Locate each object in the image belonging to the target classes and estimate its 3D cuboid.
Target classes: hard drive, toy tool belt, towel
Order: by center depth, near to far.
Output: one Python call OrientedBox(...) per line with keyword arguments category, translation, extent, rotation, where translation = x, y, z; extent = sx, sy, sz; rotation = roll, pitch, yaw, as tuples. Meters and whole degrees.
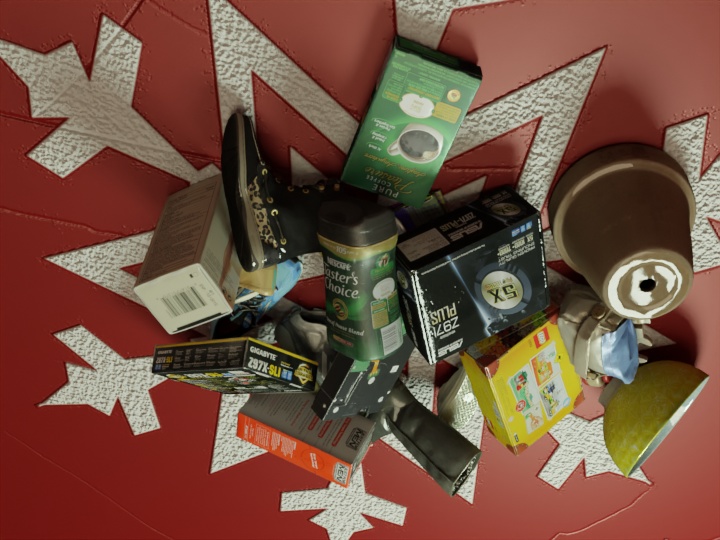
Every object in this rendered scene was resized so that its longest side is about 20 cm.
OrientedBox(category="towel", translation=(0.048, -0.025, 1.218), extent=(0.197, 0.023, 0.145), rotation=(-20, 124, 16))
OrientedBox(category="toy tool belt", translation=(0.365, 0.108, 1.220), extent=(0.121, 0.126, 0.201), rotation=(5, 142, 34))
OrientedBox(category="hard drive", translation=(0.019, 0.128, 1.255), extent=(0.138, 0.038, 0.202), rotation=(0, 124, -50))

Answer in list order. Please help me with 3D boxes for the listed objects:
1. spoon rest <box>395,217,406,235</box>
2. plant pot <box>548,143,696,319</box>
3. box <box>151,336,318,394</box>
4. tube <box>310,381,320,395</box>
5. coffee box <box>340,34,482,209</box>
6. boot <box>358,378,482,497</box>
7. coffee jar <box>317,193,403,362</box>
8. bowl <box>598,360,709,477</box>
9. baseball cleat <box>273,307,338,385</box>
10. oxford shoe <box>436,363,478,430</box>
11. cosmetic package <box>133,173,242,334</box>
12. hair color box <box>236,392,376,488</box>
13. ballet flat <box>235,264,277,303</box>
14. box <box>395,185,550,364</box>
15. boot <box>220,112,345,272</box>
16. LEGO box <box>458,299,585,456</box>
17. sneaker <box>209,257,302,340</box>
OrientedBox(category="spoon rest", translation=(0.000, 0.000, 1.182), extent=(0.098, 0.061, 0.202), rotation=(24, 125, -2))
OrientedBox(category="plant pot", translation=(0.356, -0.036, 1.106), extent=(0.196, 0.176, 0.203), rotation=(1, 127, 1))
OrientedBox(category="box", translation=(-0.185, 0.145, 1.257), extent=(0.197, 0.050, 0.159), rotation=(-8, 156, 37))
OrientedBox(category="tube", translation=(-0.069, 0.245, 1.412), extent=(0.058, 0.052, 0.202), rotation=(-34, 119, -9))
OrientedBox(category="coffee box", translation=(0.061, -0.185, 1.082), extent=(0.121, 0.044, 0.202), rotation=(16, 126, -10))
OrientedBox(category="boot", translation=(0.084, 0.281, 1.355), extent=(0.199, 0.072, 0.183), rotation=(39, 130, 16))
OrientedBox(category="coffee jar", translation=(-0.001, 0.008, 1.088), extent=(0.084, 0.103, 0.204), rotation=(-22, 119, -36))
OrientedBox(category="bowl", translation=(0.436, 0.209, 1.317), extent=(0.107, 0.199, 0.202), rotation=(40, 130, 24))
OrientedBox(category="baseball cleat", translation=(-0.041, 0.134, 1.311), extent=(0.199, 0.070, 0.106), rotation=(38, 122, -25))
OrientedBox(category="oxford shoe", translation=(0.182, 0.165, 1.341), extent=(0.074, 0.058, 0.201), rotation=(27, 109, -21))
OrientedBox(category="cosmetic package", translation=(-0.214, -0.025, 1.113), extent=(0.102, 0.202, 0.088), rotation=(-19, 126, 18))
OrientedBox(category="hair color box", translation=(-0.086, 0.250, 1.330), extent=(0.197, 0.102, 0.062), rotation=(22, 129, 14))
OrientedBox(category="ballet flat", translation=(-0.200, 0.017, 1.191), extent=(0.197, 0.068, 0.064), rotation=(-6, 91, 35))
OrientedBox(category="box", translation=(0.148, 0.006, 1.153), extent=(0.197, 0.086, 0.166), rotation=(-24, 128, -12))
OrientedBox(category="boot", translation=(-0.099, -0.106, 1.113), extent=(0.148, 0.204, 0.073), rotation=(-7, 174, -27))
OrientedBox(category="LEGO box", translation=(0.245, 0.153, 1.274), extent=(0.148, 0.077, 0.202), rotation=(-34, 126, -15))
OrientedBox(category="sneaker", translation=(-0.153, 0.048, 1.235), extent=(0.078, 0.091, 0.200), rotation=(32, 122, -21))
